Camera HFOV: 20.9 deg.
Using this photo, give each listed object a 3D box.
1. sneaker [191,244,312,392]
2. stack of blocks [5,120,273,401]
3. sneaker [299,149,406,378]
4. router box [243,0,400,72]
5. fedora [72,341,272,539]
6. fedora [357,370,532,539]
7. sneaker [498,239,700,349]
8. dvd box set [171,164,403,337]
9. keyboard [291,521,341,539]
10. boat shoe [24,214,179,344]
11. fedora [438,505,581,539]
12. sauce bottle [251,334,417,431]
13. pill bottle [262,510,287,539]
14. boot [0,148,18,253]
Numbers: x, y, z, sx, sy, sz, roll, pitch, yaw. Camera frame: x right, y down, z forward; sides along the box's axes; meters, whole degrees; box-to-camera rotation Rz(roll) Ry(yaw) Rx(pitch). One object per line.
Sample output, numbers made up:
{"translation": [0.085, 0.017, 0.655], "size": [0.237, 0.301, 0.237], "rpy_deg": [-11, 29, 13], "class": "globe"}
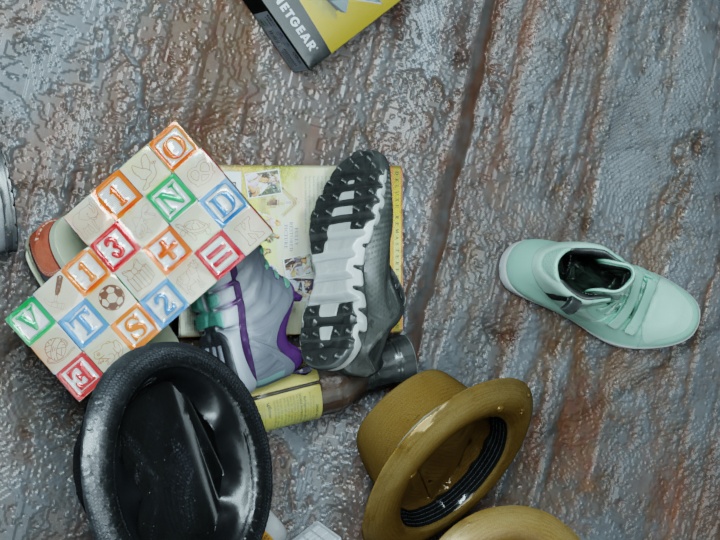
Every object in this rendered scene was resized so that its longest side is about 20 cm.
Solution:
{"translation": [-0.098, -0.001, 1.593], "size": [0.087, 0.074, 0.201], "rpy_deg": [-13, 95, -31], "class": "sneaker"}
{"translation": [-0.179, -0.009, 1.508], "size": [0.200, 0.059, 0.115], "rpy_deg": [-42, 95, 0], "class": "stack of blocks"}
{"translation": [0.000, 0.000, 1.625], "size": [0.090, 0.066, 0.201], "rpy_deg": [36, 56, -52], "class": "sneaker"}
{"translation": [-0.046, -0.292, 1.632], "size": [0.157, 0.052, 0.200], "rpy_deg": [-40, 104, -13], "class": "router box"}
{"translation": [-0.160, 0.157, 1.500], "size": [0.200, 0.091, 0.201], "rpy_deg": [8, 78, -41], "class": "fedora"}
{"translation": [0.056, 0.146, 1.639], "size": [0.200, 0.201, 0.082], "rpy_deg": [-36, 62, -14], "class": "fedora"}
{"translation": [0.231, 0.026, 1.710], "size": [0.200, 0.118, 0.074], "rpy_deg": [17, 85, -20], "class": "sneaker"}
{"translation": [-0.061, -0.018, 1.652], "size": [0.199, 0.029, 0.147], "rpy_deg": [-2, 92, -18], "class": "dvd box set"}
{"translation": [-0.104, 0.279, 1.639], "size": [0.200, 0.056, 0.011], "rpy_deg": [-36, 104, -14], "class": "keyboard"}
{"translation": [-0.206, 0.047, 1.582], "size": [0.071, 0.063, 0.200], "rpy_deg": [-37, 101, -42], "class": "boat shoe"}
{"translation": [0.115, 0.300, 1.702], "size": [0.200, 0.082, 0.201], "rpy_deg": [-1, 95, -19], "class": "fedora"}
{"translation": [-0.050, 0.097, 1.645], "size": [0.200, 0.065, 0.065], "rpy_deg": [-12, 96, -18], "class": "sauce bottle"}
{"translation": [-0.164, 0.250, 1.586], "size": [0.200, 0.116, 0.116], "rpy_deg": [-47, 106, -12], "class": "pill bottle"}
{"translation": [-0.354, -0.092, 1.536], "size": [0.131, 0.070, 0.200], "rpy_deg": [-20, 88, -14], "class": "boot"}
